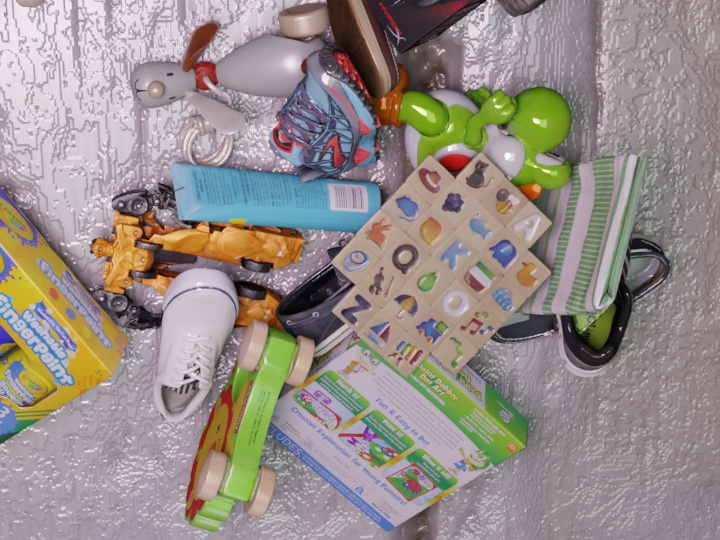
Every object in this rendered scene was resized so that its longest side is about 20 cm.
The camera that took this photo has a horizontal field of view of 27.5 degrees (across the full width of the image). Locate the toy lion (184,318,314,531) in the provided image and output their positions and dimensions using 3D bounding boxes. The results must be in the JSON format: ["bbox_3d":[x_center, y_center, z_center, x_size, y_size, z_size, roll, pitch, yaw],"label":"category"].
[{"bbox_3d":[-0.119,0.152,1.412,0.068,0.192,0.201,19,82,-14],"label":"toy lion"}]

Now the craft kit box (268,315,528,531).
[{"bbox_3d":[0.029,0.148,1.458,0.200,0.049,0.197,43,125,-19],"label":"craft kit box"}]

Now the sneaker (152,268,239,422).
[{"bbox_3d":[-0.154,0.075,1.379,0.073,0.071,0.200,2,145,-12],"label":"sneaker"}]

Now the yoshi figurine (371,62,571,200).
[{"bbox_3d":[0.113,-0.148,1.377,0.199,0.113,0.112,23,143,3],"label":"yoshi figurine"}]

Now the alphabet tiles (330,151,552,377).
[{"bbox_3d":[0.076,-0.004,1.354,0.166,0.006,0.200,42,95,-18],"label":"alphabet tiles"}]

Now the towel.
[{"bbox_3d":[0.197,-0.033,1.376,0.023,0.200,0.153,14,85,-19],"label":"towel"}]

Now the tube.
[{"bbox_3d":[-0.080,-0.068,1.397,0.199,0.078,0.051,5,127,-21],"label":"tube"}]

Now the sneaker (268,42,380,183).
[{"bbox_3d":[-0.035,-0.128,1.319,0.095,0.200,0.080,-26,70,-5],"label":"sneaker"}]

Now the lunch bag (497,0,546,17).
[{"bbox_3d":[0.166,-0.350,1.334,0.200,0.139,0.168,-37,91,2],"label":"lunch bag"}]

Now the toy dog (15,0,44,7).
[{"bbox_3d":[-0.332,-0.295,1.231,0.139,0.200,0.195,-15,108,-5],"label":"toy dog"}]

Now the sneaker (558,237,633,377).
[{"bbox_3d":[0.228,0.004,1.412,0.073,0.087,0.201,5,89,-1],"label":"sneaker"}]

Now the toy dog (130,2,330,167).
[{"bbox_3d":[-0.106,-0.178,1.356,0.199,0.096,0.132,-31,108,1],"label":"toy dog"}]

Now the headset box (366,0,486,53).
[{"bbox_3d":[0.079,-0.302,1.245,0.200,0.077,0.149,-30,93,41],"label":"headset box"}]

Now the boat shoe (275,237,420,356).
[{"bbox_3d":[0.000,0.000,1.394,0.200,0.075,0.062,-41,118,14],"label":"boat shoe"}]

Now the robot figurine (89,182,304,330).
[{"bbox_3d":[-0.162,-0.007,1.418,0.199,0.058,0.146,11,104,-13],"label":"robot figurine"}]

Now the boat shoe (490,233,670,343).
[{"bbox_3d":[0.216,0.022,1.484,0.199,0.060,0.076,-29,109,0],"label":"boat shoe"}]

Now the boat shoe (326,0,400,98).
[{"bbox_3d":[0.007,-0.254,1.336,0.072,0.072,0.201,-15,72,-17],"label":"boat shoe"}]

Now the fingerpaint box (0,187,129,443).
[{"bbox_3d":[-0.346,0.047,1.373,0.166,0.073,0.200,-30,110,19],"label":"fingerpaint box"}]

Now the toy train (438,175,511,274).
[{"bbox_3d":[0.110,-0.003,1.421,0.116,0.085,0.200,34,127,-28],"label":"toy train"}]
